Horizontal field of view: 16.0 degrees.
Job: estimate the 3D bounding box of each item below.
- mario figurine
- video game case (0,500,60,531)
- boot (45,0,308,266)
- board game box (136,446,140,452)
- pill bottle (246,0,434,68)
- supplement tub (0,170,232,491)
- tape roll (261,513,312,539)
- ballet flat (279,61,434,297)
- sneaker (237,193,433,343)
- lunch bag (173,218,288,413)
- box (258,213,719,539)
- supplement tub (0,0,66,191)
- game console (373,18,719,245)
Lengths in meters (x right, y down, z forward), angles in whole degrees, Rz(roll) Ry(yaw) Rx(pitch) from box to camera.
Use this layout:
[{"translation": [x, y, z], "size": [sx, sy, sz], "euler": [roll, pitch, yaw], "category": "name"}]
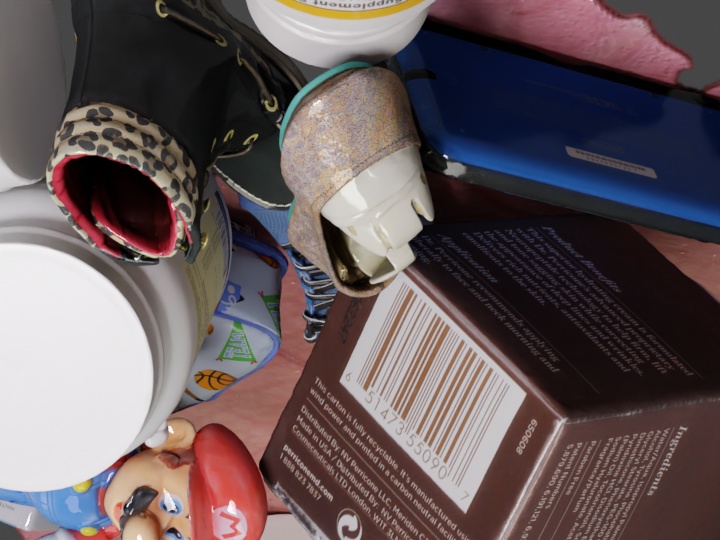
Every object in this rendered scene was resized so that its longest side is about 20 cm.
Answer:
[{"translation": [-0.146, 0.119, 1.364], "size": [0.199, 0.107, 0.123], "euler": [8, 164, 19], "category": "mario figurine"}, {"translation": [-0.229, 0.118, 1.556], "size": [0.181, 0.022, 0.200], "euler": [19, -178, 21], "category": "video game case"}, {"translation": [-0.081, -0.054, 1.195], "size": [0.073, 0.154, 0.204], "euler": [-15, 138, 22], "category": "boot"}, {"translation": [-0.184, 0.105, 1.499], "size": [0.199, 0.035, 0.126], "euler": [19, -179, 15], "category": "board game box"}, {"translation": [-0.003, -0.168, 1.042], "size": [0.112, 0.113, 0.200], "euler": [2, 152, -3], "category": "pill bottle"}, {"translation": [-0.145, 0.011, 1.254], "size": [0.144, 0.200, 0.146], "euler": [2, 110, 5], "category": "supplement tub"}, {"translation": [-0.069, 0.292, 1.848], "size": [0.202, 0.204, 0.139], "euler": [15, 150, -25], "category": "tape roll"}, {"translation": [0.004, -0.035, 1.167], "size": [0.068, 0.067, 0.200], "euler": [-33, 167, -8], "category": "ballet flat"}, {"translation": [0.000, 0.000, 1.383], "size": [0.078, 0.090, 0.200], "euler": [-1, 156, 37], "category": "sneaker"}, {"translation": [-0.143, 0.021, 1.461], "size": [0.160, 0.076, 0.200], "euler": [20, 148, -28], "category": "lunch bag"}, {"translation": [0.089, 0.083, 1.351], "size": [0.199, 0.166, 0.165], "euler": [-4, 128, -43], "category": "box"}, {"translation": [-0.250, -0.088, 1.175], "size": [0.199, 0.141, 0.140], "euler": [-7, 152, 15], "category": "supplement tub"}, {"translation": [0.084, -0.045, 1.286], "size": [0.199, 0.171, 0.119], "euler": [12, 124, -22], "category": "game console"}]
